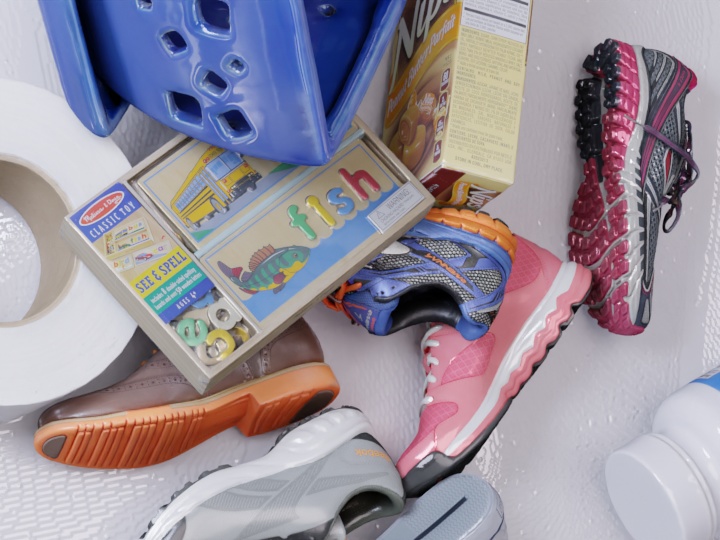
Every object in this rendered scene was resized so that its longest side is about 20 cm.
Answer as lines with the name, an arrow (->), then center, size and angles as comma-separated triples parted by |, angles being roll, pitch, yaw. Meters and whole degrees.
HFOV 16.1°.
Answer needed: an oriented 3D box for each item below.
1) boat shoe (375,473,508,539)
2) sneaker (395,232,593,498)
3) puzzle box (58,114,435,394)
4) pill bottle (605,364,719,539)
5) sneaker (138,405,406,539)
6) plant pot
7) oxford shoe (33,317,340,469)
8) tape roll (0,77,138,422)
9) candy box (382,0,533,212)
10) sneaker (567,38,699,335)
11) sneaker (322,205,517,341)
boat shoe -> 0.014, 0.212, 1.594 | 0.199, 0.074, 0.067 | -33, 134, -6
sneaker -> 0.066, 0.059, 1.653 | 0.087, 0.074, 0.200 | 35, 67, 5
puzzle box -> -0.067, -0.033, 1.541 | 0.133, 0.025, 0.200 | 46, 61, 9
pill bottle -> 0.264, 0.112, 1.687 | 0.199, 0.112, 0.113 | -29, 92, -23
sneaker -> -0.059, 0.158, 1.561 | 0.199, 0.074, 0.079 | -29, 62, -22
plant pot -> -0.089, -0.196, 1.519 | 0.200, 0.179, 0.201 | -66, 151, -49
oxford shoe -> -0.115, 0.071, 1.579 | 0.199, 0.071, 0.073 | -11, 66, -28
tape roll -> -0.228, -0.011, 1.527 | 0.201, 0.071, 0.204 | 7, 75, -26
candy box -> 0.063, -0.135, 1.636 | 0.055, 0.115, 0.201 | 13, 69, -19
sneaker -> 0.189, -0.055, 1.704 | 0.074, 0.081, 0.201 | 10, 77, -21
sneaker -> 0.000, 0.000, 1.599 | 0.199, 0.075, 0.079 | 3, 62, -1
